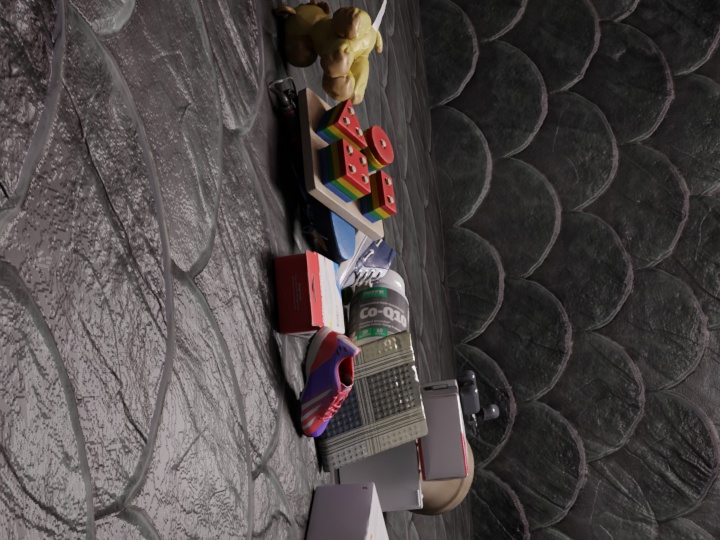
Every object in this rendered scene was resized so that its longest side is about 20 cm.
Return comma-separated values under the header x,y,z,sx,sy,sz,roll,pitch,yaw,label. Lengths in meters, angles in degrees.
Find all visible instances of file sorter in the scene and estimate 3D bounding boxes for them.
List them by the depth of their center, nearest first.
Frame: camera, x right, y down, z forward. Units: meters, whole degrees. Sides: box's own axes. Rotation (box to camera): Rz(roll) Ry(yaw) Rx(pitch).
x,y,z,sx,sy,sz,roll,pitch,yaw,label
0.037,0.320,1.830,0.125,0.138,0.201,31,53,-80,file sorter

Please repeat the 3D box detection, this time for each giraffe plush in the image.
x,y,z,sx,sy,sz,roll,pitch,yaw,label
-0.063,-0.392,1.728,0.173,0.161,0.201,79,30,-58,giraffe plush

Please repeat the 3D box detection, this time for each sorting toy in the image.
x,y,z,sx,sy,sz,roll,pitch,yaw,label
-0.011,-0.182,1.681,0.200,0.069,0.200,34,42,-48,sorting toy

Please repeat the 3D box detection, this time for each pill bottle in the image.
x,y,z,sx,sy,sz,roll,pitch,yaw,label
0.033,0.096,1.875,0.201,0.112,0.114,-88,166,-48,pill bottle

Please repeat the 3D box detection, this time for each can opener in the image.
x,y,z,sx,sy,sz,roll,pitch,yaw,label
0.212,0.228,1.841,0.200,0.066,0.054,71,9,-65,can opener

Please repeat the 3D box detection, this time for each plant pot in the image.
x,y,z,sx,sy,sz,roll,pitch,yaw,label
0.105,0.388,2.069,0.173,0.199,0.201,26,56,-57,plant pot

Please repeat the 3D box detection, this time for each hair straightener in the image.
x,y,z,sx,sy,sz,roll,pitch,yaw,label
-0.110,-0.253,1.697,0.200,0.041,0.077,60,26,-54,hair straightener

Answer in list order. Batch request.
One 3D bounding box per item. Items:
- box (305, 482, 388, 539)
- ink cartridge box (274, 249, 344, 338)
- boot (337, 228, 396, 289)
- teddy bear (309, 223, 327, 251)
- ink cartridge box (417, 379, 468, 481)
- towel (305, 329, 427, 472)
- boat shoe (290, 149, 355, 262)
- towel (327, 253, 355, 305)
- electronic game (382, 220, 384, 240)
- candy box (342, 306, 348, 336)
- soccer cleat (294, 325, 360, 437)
x,y,z,sx,sy,sz,roll,pitch,yaw,label
-0.011,0.449,1.606,0.125,0.097,0.201,-79,160,-56,box
-0.081,0.039,1.571,0.200,0.067,0.117,31,53,-76,ink cartridge box
0.000,0.000,1.823,0.090,0.073,0.200,39,46,-9,boot
-0.056,-0.128,1.776,0.145,0.066,0.201,-157,-110,-76,teddy bear
0.144,0.283,1.837,0.200,0.085,0.149,3,78,-86,ink cartridge box
0.010,0.212,1.686,0.034,0.199,0.194,14,-63,64,towel
-0.062,-0.104,1.682,0.084,0.068,0.201,15,57,-58,boat shoe
-0.033,-0.037,1.982,0.200,0.030,0.150,-66,145,-65,towel
-0.001,-0.082,1.979,0.200,0.041,0.201,-7,90,-68,electronic game
-0.049,0.108,1.796,0.200,0.026,0.103,33,48,-76,candy box
-0.048,0.178,1.523,0.068,0.073,0.201,-38,145,-50,soccer cleat
